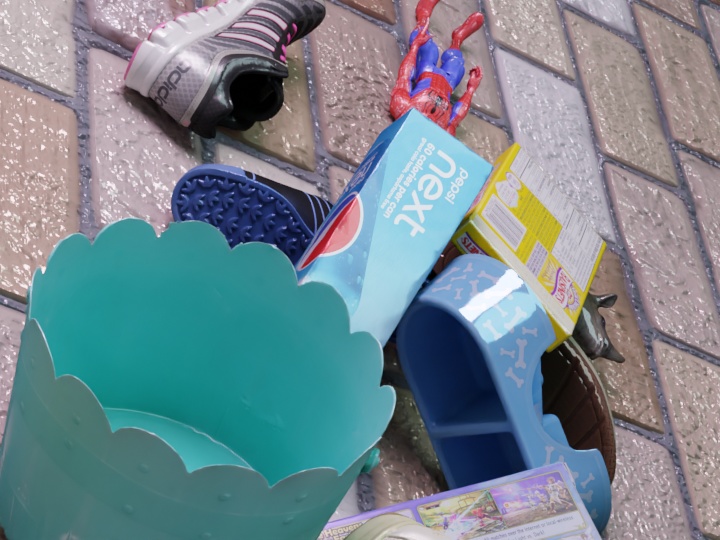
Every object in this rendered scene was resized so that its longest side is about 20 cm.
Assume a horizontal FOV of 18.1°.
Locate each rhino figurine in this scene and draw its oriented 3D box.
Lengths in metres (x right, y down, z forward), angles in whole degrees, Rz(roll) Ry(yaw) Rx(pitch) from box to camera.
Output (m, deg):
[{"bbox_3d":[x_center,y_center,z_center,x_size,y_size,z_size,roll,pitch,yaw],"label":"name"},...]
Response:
[{"bbox_3d":[0.122,-0.002,1.642,0.200,0.060,0.088,41,19,-7],"label":"rhino figurine"}]

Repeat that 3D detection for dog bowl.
[{"bbox_3d":[0.085,0.091,1.427,0.049,0.111,0.201,-26,99,-34],"label":"dog bowl"}]

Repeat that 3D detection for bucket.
[{"bbox_3d":[-0.095,0.084,1.211,0.206,0.135,0.208,17,35,-12],"label":"bucket"}]

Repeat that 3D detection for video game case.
[{"bbox_3d":[0.063,0.215,1.285,0.199,0.046,0.182,-11,58,-23],"label":"video game case"}]

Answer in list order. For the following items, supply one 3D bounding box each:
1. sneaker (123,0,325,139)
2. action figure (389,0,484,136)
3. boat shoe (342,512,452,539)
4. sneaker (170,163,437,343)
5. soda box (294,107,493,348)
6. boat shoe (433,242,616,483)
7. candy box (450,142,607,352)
[{"bbox_3d":[-0.078,-0.145,1.585,0.088,0.074,0.200,48,38,8],"label":"sneaker"},{"bbox_3d":[0.060,-0.154,1.765,0.065,0.052,0.201,36,36,-17],"label":"action figure"},{"bbox_3d":[-0.018,0.206,1.188,0.200,0.063,0.074,-38,126,-31],"label":"boat shoe"},{"bbox_3d":[-0.035,-0.015,1.498,0.199,0.070,0.078,29,13,-11],"label":"sneaker"},{"bbox_3d":[0.000,0.000,1.420,0.068,0.064,0.201,36,67,-9],"label":"soda box"},{"bbox_3d":[0.119,0.064,1.558,0.203,0.074,0.075,65,6,8],"label":"boat shoe"},{"bbox_3d":[0.117,-0.020,1.548,0.102,0.026,0.200,51,21,-6],"label":"candy box"}]
